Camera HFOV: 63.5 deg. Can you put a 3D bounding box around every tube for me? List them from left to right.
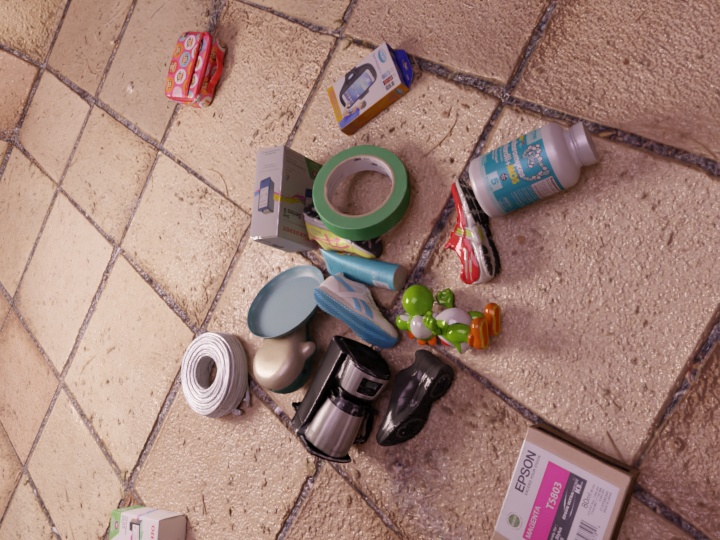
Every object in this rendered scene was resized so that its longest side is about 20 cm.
[{"bbox_3d":[0.000,0.000,1.195,0.197,0.050,0.079,12,131,35],"label":"tube"}]

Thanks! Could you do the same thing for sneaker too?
[{"bbox_3d":[-0.036,-0.068,1.236,0.198,0.078,0.092,30,135,25],"label":"sneaker"},{"bbox_3d":[0.002,0.075,1.164,0.199,0.081,0.077,36,144,18],"label":"sneaker"},{"bbox_3d":[0.090,0.238,1.082,0.201,0.076,0.091,-54,46,7],"label":"sneaker"},{"bbox_3d":[0.188,-0.071,1.065,0.084,0.076,0.204,-24,67,35],"label":"sneaker"}]

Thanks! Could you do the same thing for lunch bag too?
[{"bbox_3d":[-0.457,-0.562,1.636,0.174,0.081,0.204,16,92,33],"label":"lunch bag"}]

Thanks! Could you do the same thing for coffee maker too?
[{"bbox_3d":[-0.049,0.235,1.136,0.191,0.134,0.203,34,100,36],"label":"coffee maker"}]

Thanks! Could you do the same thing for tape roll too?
[{"bbox_3d":[0.002,-0.160,1.182,0.196,0.048,0.204,-6,63,11],"label":"tape roll"}]

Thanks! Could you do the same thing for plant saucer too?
[{"bbox_3d":[-0.159,0.072,1.266,0.197,0.028,0.202,-21,38,17],"label":"plant saucer"}]

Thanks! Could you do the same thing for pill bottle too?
[{"bbox_3d":[0.292,-0.175,0.985,0.198,0.110,0.113,-23,68,30],"label":"pill bottle"}]

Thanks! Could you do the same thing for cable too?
[{"bbox_3d":[-0.353,0.249,1.393,0.197,0.069,0.204,-14,72,33],"label":"cable"}]

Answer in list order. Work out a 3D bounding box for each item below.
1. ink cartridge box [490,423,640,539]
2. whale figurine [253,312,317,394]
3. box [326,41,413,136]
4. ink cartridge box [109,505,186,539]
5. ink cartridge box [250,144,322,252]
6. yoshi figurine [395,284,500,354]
[{"bbox_3d":[0.308,0.363,0.886,0.163,0.075,0.204,19,93,36],"label":"ink cartridge box"},{"bbox_3d":[-0.146,0.171,1.259,0.157,0.104,0.203,-3,55,36],"label":"whale figurine"},{"bbox_3d":[0.022,-0.403,1.274,0.198,0.041,0.121,-32,63,29],"label":"box"},{"bbox_3d":[-0.525,0.669,1.423,0.197,0.083,0.148,-8,76,34],"label":"ink cartridge box"},{"bbox_3d":[-0.161,-0.153,1.290,0.086,0.144,0.205,-2,78,34],"label":"ink cartridge box"},{"bbox_3d":[0.146,0.076,1.051,0.197,0.112,0.114,3,66,38],"label":"yoshi figurine"}]
